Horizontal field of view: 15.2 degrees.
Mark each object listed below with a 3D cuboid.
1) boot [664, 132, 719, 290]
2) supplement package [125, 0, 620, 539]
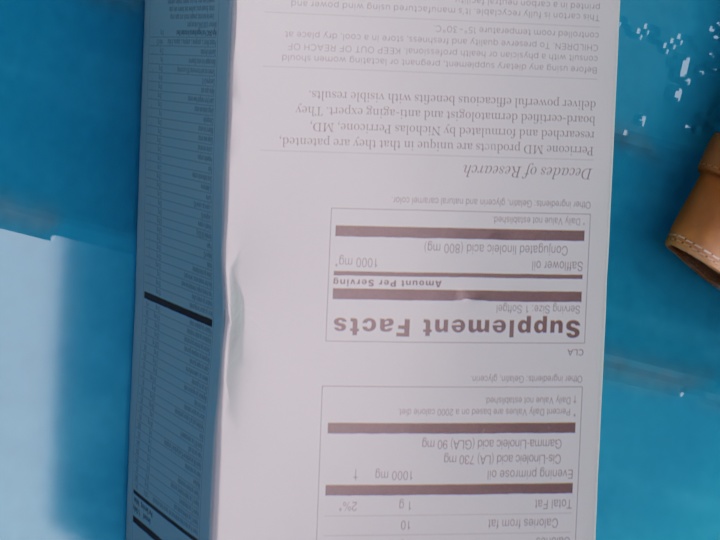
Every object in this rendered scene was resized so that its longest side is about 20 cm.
[{"bbox_3d":[0.138,-0.069,0.813,0.200,0.074,0.155,41,86,-13],"label":"boot"},{"bbox_3d":[0.000,0.000,0.752,0.109,0.114,0.201,1,95,-16],"label":"supplement package"}]
